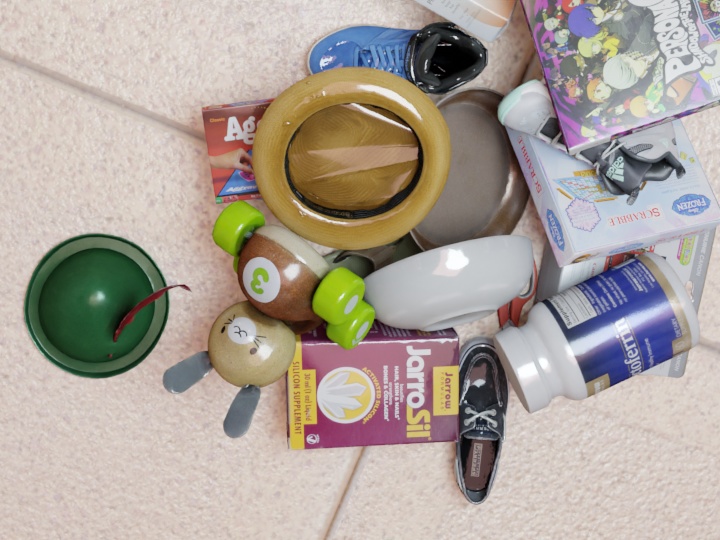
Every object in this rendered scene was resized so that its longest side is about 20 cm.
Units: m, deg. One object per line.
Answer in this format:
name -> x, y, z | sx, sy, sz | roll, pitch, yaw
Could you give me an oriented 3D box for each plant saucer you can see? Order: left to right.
plant saucer -> 0.116, -0.107, 1.076 | 0.199, 0.032, 0.202 | -11, 110, -33

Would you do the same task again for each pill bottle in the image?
pill bottle -> 0.252, 0.071, 1.030 | 0.199, 0.116, 0.116 | -25, 102, 1

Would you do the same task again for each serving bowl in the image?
serving bowl -> 0.100, 0.024, 1.045 | 0.199, 0.200, 0.066 | -13, 78, -2

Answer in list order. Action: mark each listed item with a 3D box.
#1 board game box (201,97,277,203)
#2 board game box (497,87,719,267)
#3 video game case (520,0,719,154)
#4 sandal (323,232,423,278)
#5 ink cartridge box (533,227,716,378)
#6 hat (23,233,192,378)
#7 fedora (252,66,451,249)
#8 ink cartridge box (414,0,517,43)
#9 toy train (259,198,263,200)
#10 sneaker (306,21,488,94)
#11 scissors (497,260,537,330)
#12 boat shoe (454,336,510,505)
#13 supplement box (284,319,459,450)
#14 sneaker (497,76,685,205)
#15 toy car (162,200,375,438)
board game box -> -0.062, -0.134, 1.010 | 0.199, 0.019, 0.104 | -8, 112, -5
board game box -> 0.276, -0.119, 1.051 | 0.199, 0.041, 0.201 | -11, 72, -19
video game case -> 0.258, -0.236, 0.917 | 0.180, 0.036, 0.201 | -17, 87, 11
sandal -> 0.000, 0.001, 1.110 | 0.200, 0.057, 0.080 | -28, 102, 1
ink cartridge box -> 0.307, 0.015, 1.126 | 0.174, 0.084, 0.201 | 9, 100, -8
hat -> -0.295, 0.047, 1.031 | 0.165, 0.176, 0.201 | 31, 97, -9
fedora -> -0.009, -0.120, 0.970 | 0.199, 0.082, 0.202 | -1, 113, -2
ink cartridge box -> 0.087, -0.358, 1.016 | 0.199, 0.050, 0.163 | 28, 62, -12
toy train -> -0.032, -0.131, 1.072 | 0.199, 0.087, 0.115 | 2, 109, -9
sneaker -> 0.041, -0.234, 1.042 | 0.199, 0.111, 0.077 | 1, 101, -5
scissors -> 0.187, 0.071, 1.162 | 0.073, 0.014, 0.201 | -9, 101, -3
boat shoe -> 0.144, 0.183, 1.149 | 0.071, 0.068, 0.201 | 6, 101, 2
supplement box -> 0.011, 0.130, 1.112 | 0.199, 0.103, 0.132 | -3, 100, -5
sneaker -> 0.245, -0.125, 0.969 | 0.199, 0.078, 0.141 | -2, 60, -15
toy car -> -0.111, 0.063, 0.981 | 0.164, 0.158, 0.200 | 33, 76, 19
